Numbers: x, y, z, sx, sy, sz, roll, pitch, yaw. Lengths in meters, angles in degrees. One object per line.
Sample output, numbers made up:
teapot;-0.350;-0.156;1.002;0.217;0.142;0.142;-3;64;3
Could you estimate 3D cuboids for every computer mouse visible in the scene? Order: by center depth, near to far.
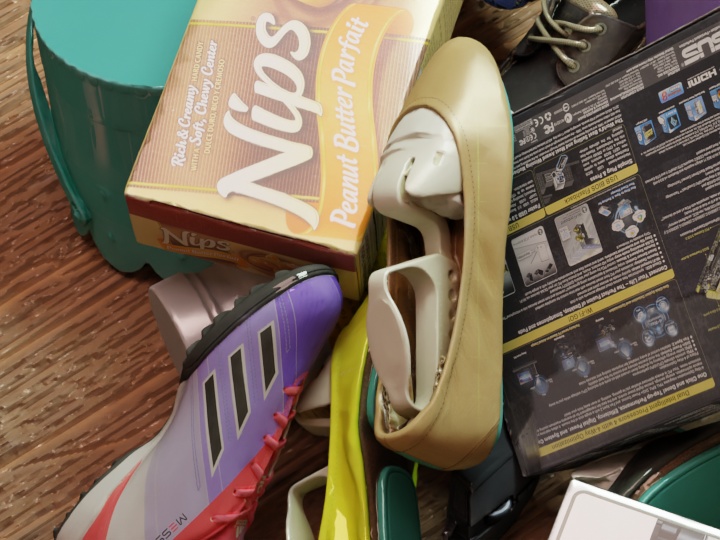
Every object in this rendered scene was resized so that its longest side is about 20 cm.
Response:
computer mouse;0.050;0.124;1.306;0.034;0.059;0.200;12;40;13

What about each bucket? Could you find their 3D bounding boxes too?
bucket;-0.075;-0.109;1.517;0.206;0.135;0.208;-6;45;6

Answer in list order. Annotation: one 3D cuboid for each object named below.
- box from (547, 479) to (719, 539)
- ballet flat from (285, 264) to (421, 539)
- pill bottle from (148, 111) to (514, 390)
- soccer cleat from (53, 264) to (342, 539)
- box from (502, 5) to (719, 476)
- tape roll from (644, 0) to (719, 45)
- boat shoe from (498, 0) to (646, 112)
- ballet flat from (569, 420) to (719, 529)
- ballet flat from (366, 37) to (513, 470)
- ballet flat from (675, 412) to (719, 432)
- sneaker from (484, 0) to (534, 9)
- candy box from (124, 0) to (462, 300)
box;0.161;0.179;1.202;0.199;0.060;0.117;19;65;13
ballet flat;-0.001;0.086;1.336;0.067;0.067;0.201;-6;70;31
pill bottle;0.000;0.000;1.419;0.200;0.104;0.104;-25;47;-11
soccer cleat;-0.062;0.085;1.331;0.073;0.068;0.200;47;107;27
box;0.133;-0.013;1.291;0.200;0.049;0.162;-27;75;39
tape roll;0.243;-0.136;1.447;0.199;0.085;0.200;-3;19;1
boat shoe;0.115;-0.121;1.527;0.074;0.073;0.200;30;60;34
ballet flat;0.109;0.126;1.305;0.200;0.068;0.068;-41;43;-24
ballet flat;0.033;-0.011;1.294;0.069;0.063;0.201;-13;74;48
ballet flat;0.144;-0.007;1.420;0.072;0.072;0.200;-19;45;-5
sneaker;0.047;-0.171;1.571;0.078;0.075;0.200;-34;17;-1
candy box;-0.026;-0.096;1.376;0.115;0.055;0.200;14;67;10
